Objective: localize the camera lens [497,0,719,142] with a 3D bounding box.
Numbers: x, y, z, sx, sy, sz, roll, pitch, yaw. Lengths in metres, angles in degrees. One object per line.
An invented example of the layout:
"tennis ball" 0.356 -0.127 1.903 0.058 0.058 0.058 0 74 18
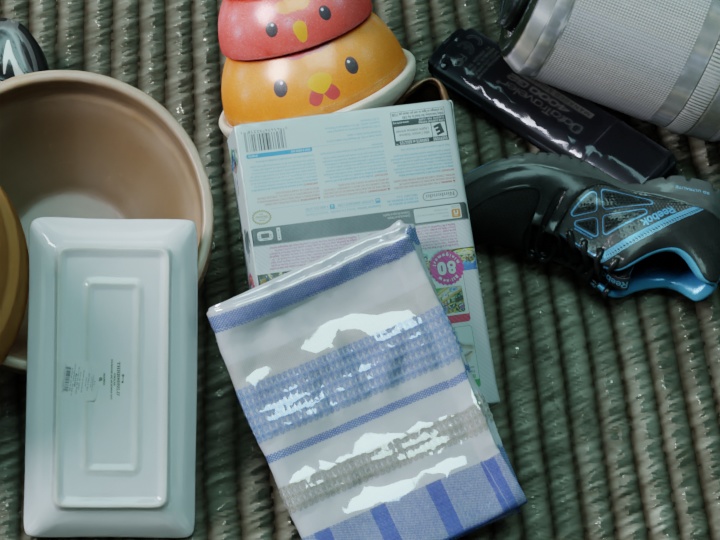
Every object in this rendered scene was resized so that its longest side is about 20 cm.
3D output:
"camera lens" 0.207 -0.189 1.712 0.199 0.160 0.160 20 51 -6

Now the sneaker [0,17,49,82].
"sneaker" -0.260 -0.102 1.668 0.071 0.083 0.200 11 51 4

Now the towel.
"towel" 0.005 0.085 1.507 0.147 0.024 0.200 -22 87 -11

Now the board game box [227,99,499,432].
"board game box" 0.000 0.000 1.560 0.147 0.064 0.201 -7 83 -11

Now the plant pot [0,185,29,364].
"plant pot" -0.304 -0.010 1.456 0.199 0.140 0.201 1 78 -3

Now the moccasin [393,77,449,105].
"moccasin" 0.019 -0.050 1.651 0.073 0.078 0.202 24 55 11

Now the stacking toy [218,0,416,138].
"stacking toy" -0.056 -0.196 1.669 0.146 0.200 0.146 -17 21 7

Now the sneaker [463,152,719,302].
"sneaker" 0.155 -0.027 1.649 0.199 0.073 0.082 4 52 -1

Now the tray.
"tray" -0.155 0.067 1.506 0.107 0.022 0.201 1 86 -6

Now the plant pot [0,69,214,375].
"plant pot" -0.195 -0.023 1.583 0.200 0.093 0.202 1 76 -2

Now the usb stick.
"usb stick" 0.138 -0.110 1.741 0.200 0.033 0.055 35 63 21
